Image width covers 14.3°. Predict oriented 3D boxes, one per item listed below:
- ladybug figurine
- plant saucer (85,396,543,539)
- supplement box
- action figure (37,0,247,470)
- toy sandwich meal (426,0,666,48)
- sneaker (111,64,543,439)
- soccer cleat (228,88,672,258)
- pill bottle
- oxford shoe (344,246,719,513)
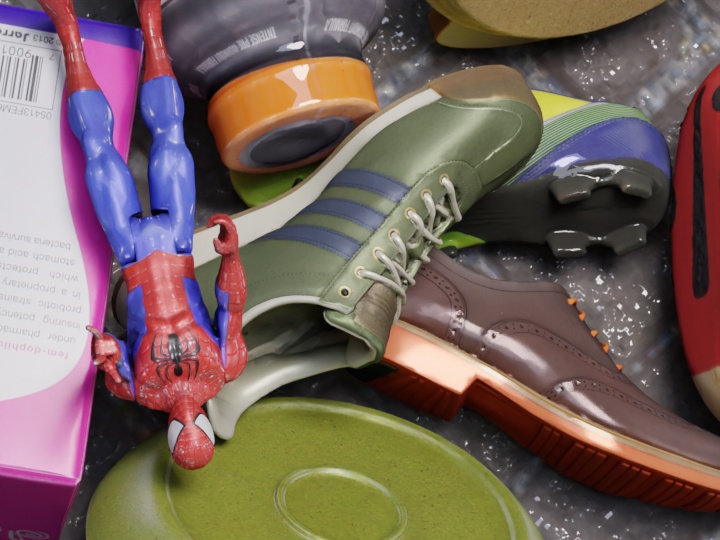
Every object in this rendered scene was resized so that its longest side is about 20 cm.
[{"bbox_3d":[0.178,-0.013,1.242,0.071,0.136,0.202,2,77,-17],"label":"ladybug figurine"},{"bbox_3d":[-0.010,0.106,1.160,0.198,0.031,0.200,11,29,-6],"label":"plant saucer"},{"bbox_3d":[-0.156,0.001,1.197,0.100,0.103,0.201,10,67,-8],"label":"supplement box"},{"bbox_3d":[-0.083,-0.024,1.117,0.065,0.099,0.202,-11,81,-6],"label":"action figure"},{"bbox_3d":[0.098,-0.179,1.263,0.204,0.206,0.071,-15,55,-15],"label":"toy sandwich meal"},{"bbox_3d":[0.000,0.000,1.187,0.199,0.067,0.090,-30,50,-1],"label":"sneaker"},{"bbox_3d":[0.040,-0.047,1.284,0.198,0.065,0.084,2,40,-5],"label":"soccer cleat"},{"bbox_3d":[-0.052,-0.145,1.224,0.105,0.106,0.201,-13,74,-15],"label":"pill bottle"},{"bbox_3d":[0.090,0.044,1.237,0.199,0.071,0.073,25,73,-5],"label":"oxford shoe"}]
